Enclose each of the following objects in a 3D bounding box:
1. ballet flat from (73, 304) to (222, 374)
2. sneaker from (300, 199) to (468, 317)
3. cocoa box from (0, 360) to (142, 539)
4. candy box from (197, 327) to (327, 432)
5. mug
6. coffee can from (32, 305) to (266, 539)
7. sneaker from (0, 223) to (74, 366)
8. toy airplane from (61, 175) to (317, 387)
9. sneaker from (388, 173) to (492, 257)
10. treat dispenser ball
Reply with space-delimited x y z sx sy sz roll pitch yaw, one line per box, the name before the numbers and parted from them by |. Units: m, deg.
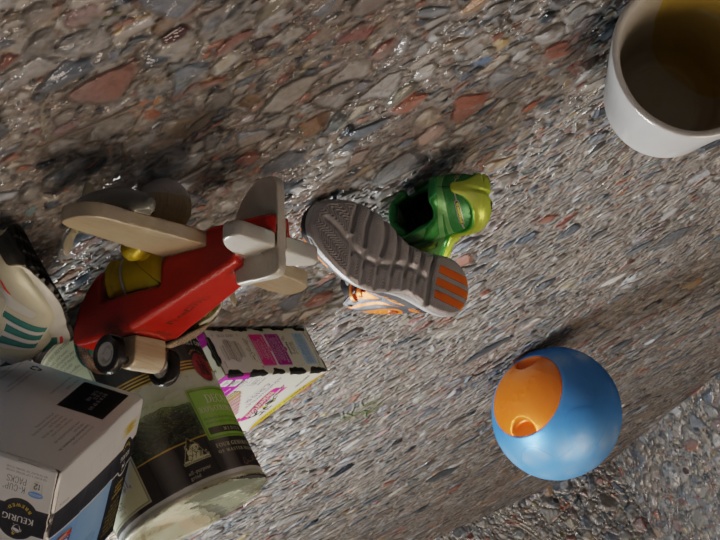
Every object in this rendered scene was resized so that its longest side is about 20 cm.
ballet flat | -0.161 0.036 1.411 0.067 0.069 0.200 -18 -167 37
sneaker | 0.000 0.000 1.577 0.199 0.078 0.112 31 155 -32
cocoa box | -0.276 0.170 1.317 0.200 0.132 0.132 -49 155 -74
candy box | -0.145 0.122 1.766 0.136 0.061 0.199 -38 161 25
mug | 0.306 -0.179 1.504 0.185 0.151 0.153 -20 170 -7
coffee can | -0.192 0.133 1.486 0.145 0.201 0.147 -26 163 -8
sneaker | -0.283 0.034 1.280 0.093 0.071 0.200 -30 167 -13
toy airplane | -0.132 -0.018 1.260 0.197 0.142 0.201 -14 150 -13
sneaker | 0.061 -0.050 1.624 0.083 0.075 0.200 11 153 -17
treat dispenser ball | 0.299 0.218 2.494 0.200 0.202 0.201 -26 163 -9
